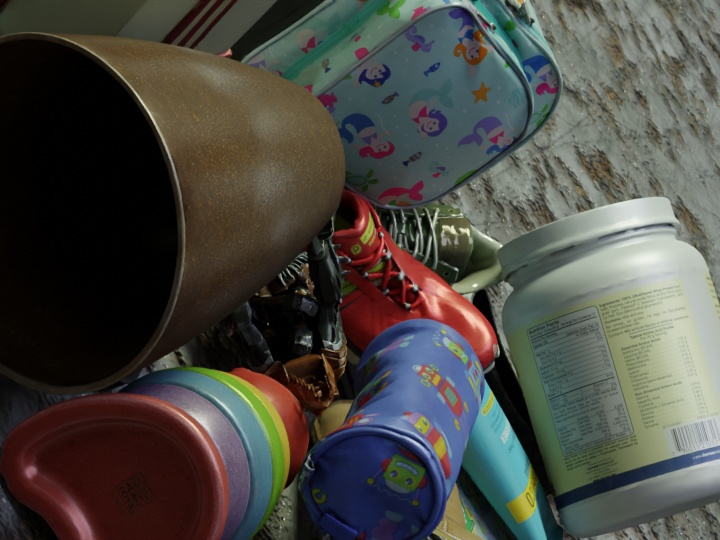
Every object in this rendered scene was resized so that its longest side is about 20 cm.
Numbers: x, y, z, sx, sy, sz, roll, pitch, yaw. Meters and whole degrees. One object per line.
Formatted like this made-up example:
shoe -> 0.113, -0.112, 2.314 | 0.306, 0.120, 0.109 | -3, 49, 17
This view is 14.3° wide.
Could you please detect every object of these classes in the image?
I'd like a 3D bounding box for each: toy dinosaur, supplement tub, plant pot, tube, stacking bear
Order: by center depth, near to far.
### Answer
plant pot -> -0.104, -0.045, 1.544 | 0.200, 0.187, 0.187 | -16, 76, -52
stacking bear -> -0.089, 0.103, 1.558 | 0.122, 0.114, 0.200 | 60, 20, 2
toy dinosaur -> -0.039, 0.029, 1.694 | 0.102, 0.200, 0.136 | -26, 117, -26
tube -> 0.078, 0.109, 1.860 | 0.200, 0.050, 0.077 | 57, 23, -17
supplement tub -> 0.177, 0.065, 1.914 | 0.145, 0.145, 0.201 | 2, 70, -62

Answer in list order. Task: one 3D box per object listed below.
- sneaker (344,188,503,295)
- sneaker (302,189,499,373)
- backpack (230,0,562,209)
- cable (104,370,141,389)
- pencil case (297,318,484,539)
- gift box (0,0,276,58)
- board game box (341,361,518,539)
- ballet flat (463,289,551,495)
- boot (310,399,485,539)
sneaker -> 0.032, -0.026, 1.912 | 0.200, 0.090, 0.067 | 29, 66, -60
sneaker -> 0.000, 0.000, 1.773 | 0.200, 0.085, 0.077 | 36, 64, 9
backpack -> 0.029, -0.129, 1.810 | 0.200, 0.177, 0.151 | 39, 22, -47
cable -> -0.139, -0.002, 1.683 | 0.097, 0.050, 0.200 | 58, 30, -47
pencil case -> 0.019, 0.094, 1.606 | 0.078, 0.087, 0.200 | 44, 19, -5
gift box -> -0.145, -0.176, 1.629 | 0.184, 0.187, 0.200 | -16, 73, -45
board game box -> 0.045, 0.105, 1.894 | 0.134, 0.034, 0.200 | 20, 45, -55
ballet flat -> 0.099, 0.066, 2.013 | 0.066, 0.057, 0.200 | 15, 50, -59
boot -> 0.055, 0.158, 1.708 | 0.175, 0.066, 0.200 | 36, 9, -14
